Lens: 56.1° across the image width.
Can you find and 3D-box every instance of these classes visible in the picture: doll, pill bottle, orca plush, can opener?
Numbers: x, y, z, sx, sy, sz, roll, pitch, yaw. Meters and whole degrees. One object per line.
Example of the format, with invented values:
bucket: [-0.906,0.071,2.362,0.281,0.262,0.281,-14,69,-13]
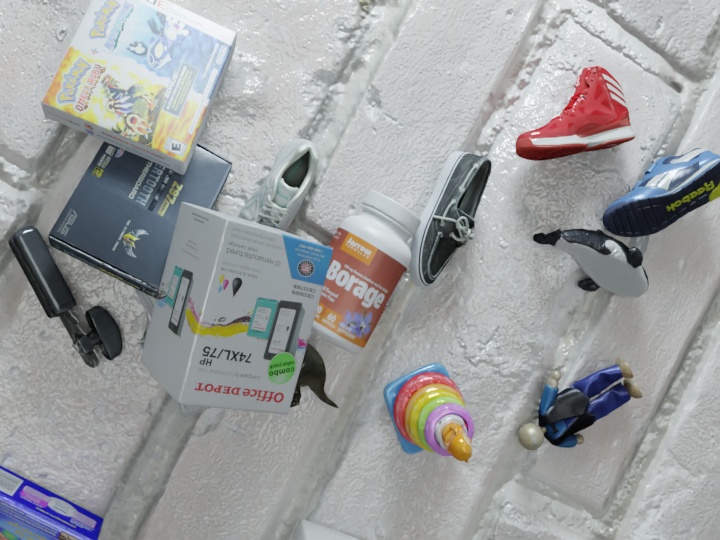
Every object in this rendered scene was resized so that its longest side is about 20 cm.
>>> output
doll: [0.327,0.209,1.037,0.198,0.049,0.138,-31,109,-1]
pill bottle: [0.000,0.000,0.922,0.111,0.112,0.203,29,89,-12]
orca plush: [0.354,-0.029,1.029,0.196,0.072,0.106,16,136,-8]
can opener: [-0.383,0.033,0.890,0.066,0.053,0.203,-32,101,-40]

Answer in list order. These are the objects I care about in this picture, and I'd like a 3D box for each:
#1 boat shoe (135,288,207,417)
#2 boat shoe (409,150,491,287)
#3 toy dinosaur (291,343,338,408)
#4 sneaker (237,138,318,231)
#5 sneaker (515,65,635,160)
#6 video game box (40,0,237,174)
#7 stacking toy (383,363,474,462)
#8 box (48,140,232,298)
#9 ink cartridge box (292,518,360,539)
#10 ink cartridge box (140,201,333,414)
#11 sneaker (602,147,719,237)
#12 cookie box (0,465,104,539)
boat shoe: [-0.259,0.103,0.907,0.067,0.072,0.203,-26,108,-8]
boat shoe: [0.132,-0.068,0.957,0.073,0.067,0.203,31,81,-48]
toy dinosaur: [-0.099,0.131,0.933,0.199,0.077,0.103,37,98,-8]
sneaker: [-0.117,-0.089,0.910,0.069,0.080,0.203,27,91,-14]
sneaker: [0.306,-0.232,0.994,0.196,0.078,0.118,-10,88,-23]
video game box: [-0.272,-0.249,0.852,0.179,0.047,0.204,20,71,-10]
stacking toy: [0.112,0.209,0.917,0.108,0.200,0.118,-21,98,-8]
box: [-0.274,-0.086,0.861,0.156,0.051,0.203,28,69,-13]
ink cartridge box: [-0.040,0.454,0.907,0.123,0.200,0.131,24,90,-12]
ink cartridge box: [-0.149,0.044,0.798,0.145,0.145,0.205,14,94,-36]
sneaker: [0.458,-0.120,1.030,0.197,0.083,0.074,-26,127,9]
cookie box: [-0.463,0.389,0.881,0.169,0.075,0.202,32,88,-12]
